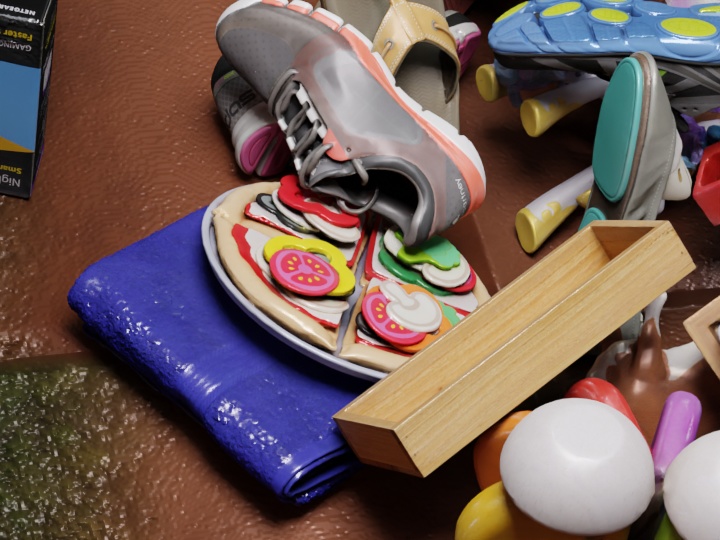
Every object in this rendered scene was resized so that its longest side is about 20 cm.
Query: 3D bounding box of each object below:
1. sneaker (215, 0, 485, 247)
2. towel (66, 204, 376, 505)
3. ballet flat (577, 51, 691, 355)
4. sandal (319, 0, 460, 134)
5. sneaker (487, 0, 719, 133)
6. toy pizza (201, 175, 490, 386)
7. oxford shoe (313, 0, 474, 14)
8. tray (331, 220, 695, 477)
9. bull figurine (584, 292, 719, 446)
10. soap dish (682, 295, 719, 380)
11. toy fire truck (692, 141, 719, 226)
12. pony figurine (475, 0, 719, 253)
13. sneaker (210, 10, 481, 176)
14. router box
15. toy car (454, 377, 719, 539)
[{"bbox_3d":[-0.017,-0.090,1.663,0.200,0.077,0.082,37,51,10],"label":"sneaker"},{"bbox_3d":[-0.063,0.049,1.624,0.200,0.050,0.147,40,46,25],"label":"towel"},{"bbox_3d":[0.166,-0.040,1.652,0.063,0.201,0.067,4,27,-18],"label":"ballet flat"},{"bbox_3d":[0.030,-0.127,1.713,0.080,0.201,0.054,-16,10,-21],"label":"sandal"},{"bbox_3d":[0.175,-0.124,1.667,0.198,0.083,0.071,7,38,5],"label":"sneaker"},{"bbox_3d":[0.000,0.000,1.641,0.199,0.032,0.201,20,28,-11],"label":"toy pizza"},{"bbox_3d":[0.037,-0.202,1.874,0.199,0.071,0.075,-29,31,-29],"label":"oxford shoe"},{"bbox_3d":[0.086,0.042,1.536,0.200,0.099,0.037,-35,102,-17],"label":"tray"},{"bbox_3d":[0.186,0.065,1.624,0.199,0.122,0.065,-7,9,-27],"label":"bull figurine"},{"bbox_3d":[0.299,0.061,1.572,0.157,0.201,0.081,-35,12,1],"label":"soap dish"},{"bbox_3d":[0.299,-0.071,1.751,0.141,0.049,0.200,48,47,-16],"label":"toy fire truck"},{"bbox_3d":[0.180,-0.117,1.771,0.199,0.166,0.194,-13,83,-26],"label":"pony figurine"},{"bbox_3d":[-0.014,-0.136,1.781,0.199,0.074,0.088,-25,63,-24],"label":"sneaker"},{"bbox_3d":[-0.289,-0.130,1.671,0.199,0.150,0.051,11,46,0],"label":"router box"},{"bbox_3d":[0.153,0.130,1.501,0.198,0.176,0.151,10,43,-1],"label":"toy car"}]
